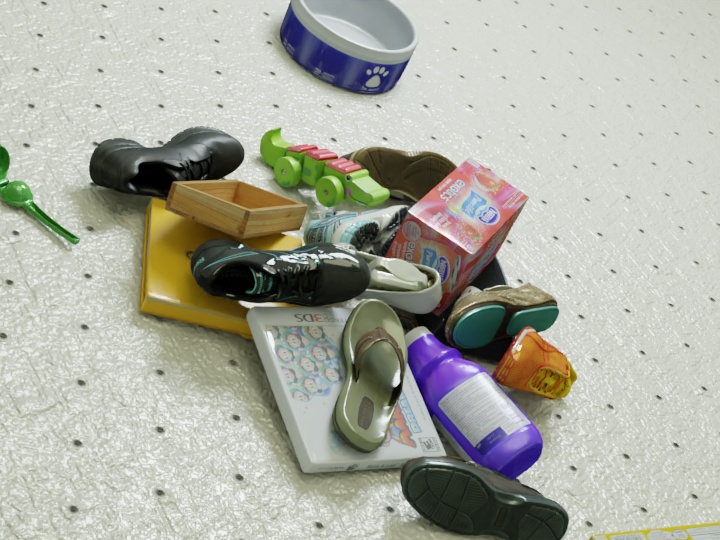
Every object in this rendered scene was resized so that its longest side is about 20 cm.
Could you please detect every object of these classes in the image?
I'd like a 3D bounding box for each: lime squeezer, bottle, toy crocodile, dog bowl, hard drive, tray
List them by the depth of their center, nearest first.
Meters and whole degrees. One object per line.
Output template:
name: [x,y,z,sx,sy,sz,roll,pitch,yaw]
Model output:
lime squeezer: [-0.380,-0.107,1.663,0.201,0.070,0.038,62,20,-2]
bottle: [0.115,0.146,1.663,0.083,0.066,0.200,-30,59,-20]
tray: [-0.140,-0.072,1.726,0.098,0.037,0.200,21,10,14]
hard drive: [0.126,0.026,1.858,0.134,0.043,0.201,15,36,-18]
toy crocodile: [-0.047,-0.127,1.895,0.199,0.062,0.067,27,28,37]
dog bowl: [-0.017,-0.353,2.221,0.198,0.079,0.201,18,35,-13]

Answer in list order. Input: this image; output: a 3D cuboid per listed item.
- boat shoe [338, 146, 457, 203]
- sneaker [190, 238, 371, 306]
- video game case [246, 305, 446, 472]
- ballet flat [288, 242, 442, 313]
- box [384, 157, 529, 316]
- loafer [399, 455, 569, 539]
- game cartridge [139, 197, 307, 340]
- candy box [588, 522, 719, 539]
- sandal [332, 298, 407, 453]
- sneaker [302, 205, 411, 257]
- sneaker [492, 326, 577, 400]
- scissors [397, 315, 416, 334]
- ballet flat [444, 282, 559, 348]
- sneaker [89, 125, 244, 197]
boat shoe: [0.053,-0.131,1.987,0.199,0.074,0.065,14,0,-41]
sneaker: [-0.085,0.012,1.619,0.198,0.076,0.079,2,18,-8]
video game case: [-0.015,0.125,1.614,0.181,0.024,0.201,3,51,-36]
ballet flat: [0.000,0.000,1.692,0.198,0.070,0.070,12,36,-7]
box: [0.114,-0.043,1.812,0.094,0.103,0.200,34,33,10]
loafer: [0.123,0.238,1.570,0.199,0.072,0.063,22,14,-21]
game cartridge: [-0.150,0.005,1.698,0.198,0.033,0.177,16,37,-18]
candy box: [0.345,0.327,1.632,0.198,0.027,0.103,2,44,-33]
sandal: [0.020,0.107,1.594,0.079,0.057,0.202,25,41,-16]
sneaker: [-0.001,-0.050,1.827,0.086,0.078,0.200,18,11,24]
sneaker: [0.208,0.112,1.728,0.077,0.073,0.200,37,12,21]
scissors: [-0.012,0.065,1.735,0.198,0.014,0.073,13,37,-22]
ballet flat: [0.152,0.049,1.760,0.199,0.071,0.065,-1,36,-47]
sneaker: [-0.216,-0.118,1.763,0.199,0.077,0.091,-15,30,-35]
